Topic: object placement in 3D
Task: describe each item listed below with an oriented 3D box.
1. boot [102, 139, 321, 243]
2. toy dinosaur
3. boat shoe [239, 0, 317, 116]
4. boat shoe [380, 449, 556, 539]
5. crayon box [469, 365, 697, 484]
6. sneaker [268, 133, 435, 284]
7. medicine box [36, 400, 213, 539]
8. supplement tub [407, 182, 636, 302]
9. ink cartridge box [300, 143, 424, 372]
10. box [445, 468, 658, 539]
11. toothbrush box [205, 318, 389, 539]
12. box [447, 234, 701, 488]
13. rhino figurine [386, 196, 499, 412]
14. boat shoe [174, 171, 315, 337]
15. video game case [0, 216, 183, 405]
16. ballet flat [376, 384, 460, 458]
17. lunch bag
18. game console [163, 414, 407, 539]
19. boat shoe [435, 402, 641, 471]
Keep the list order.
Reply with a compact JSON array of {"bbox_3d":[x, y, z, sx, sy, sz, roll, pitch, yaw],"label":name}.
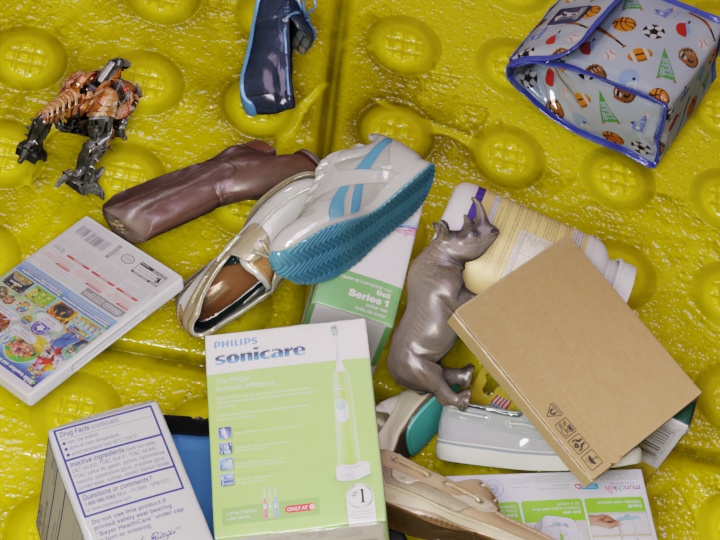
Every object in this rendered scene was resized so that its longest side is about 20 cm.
[{"bbox_3d":[-0.147,-0.067,1.768,0.199,0.065,0.186,-21,23,-29],"label":"boot"},{"bbox_3d":[-0.284,-0.158,1.781,0.102,0.136,0.200,37,13,29],"label":"toy dinosaur"},{"bbox_3d":[-0.081,-0.252,1.940,0.068,0.084,0.201,4,69,11],"label":"boat shoe"},{"bbox_3d":[0.094,0.213,1.567,0.199,0.071,0.065,21,58,10],"label":"boat shoe"},{"bbox_3d":[0.211,0.128,1.723,0.199,0.127,0.051,27,47,1],"label":"crayon box"},{"bbox_3d":[-0.021,-0.057,1.654,0.081,0.077,0.200,36,51,23],"label":"sneaker"},{"bbox_3d":[-0.197,0.247,1.515,0.102,0.182,0.201,-14,62,-22],"label":"medicine box"},{"bbox_3d":[0.162,0.012,1.782,0.199,0.146,0.146,24,55,2],"label":"supplement tub"},{"bbox_3d":[0.000,0.000,1.748,0.084,0.145,0.201,17,55,-2],"label":"ink cartridge box"},{"bbox_3d":[0.175,0.283,1.637,0.199,0.097,0.177,-1,58,-15],"label":"box"},{"bbox_3d":[-0.055,0.153,1.535,0.145,0.086,0.201,-7,58,0],"label":"toothbrush box"},{"bbox_3d":[0.201,0.080,1.647,0.163,0.021,0.200,-32,76,-32],"label":"box"},{"bbox_3d":[0.083,0.027,1.686,0.087,0.060,0.201,15,88,-2],"label":"rhino figurine"},{"bbox_3d":[-0.097,-0.008,1.715,0.075,0.200,0.068,40,10,-21],"label":"boat shoe"},{"bbox_3d":[-0.289,0.035,1.705,0.143,0.018,0.200,31,53,30],"label":"video game case"},{"bbox_3d":[0.024,0.165,1.701,0.069,0.070,0.200,32,56,8],"label":"ballet flat"},{"bbox_3d":[0.285,-0.238,1.995,0.199,0.124,0.170,26,54,20],"label":"lunch bag"},{"bbox_3d":[-0.072,0.197,1.591,0.172,0.119,0.201,-25,65,0],"label":"game console"},{"bbox_3d":[0.166,0.151,1.675,0.200,0.070,0.072,1,90,21],"label":"boat shoe"}]
